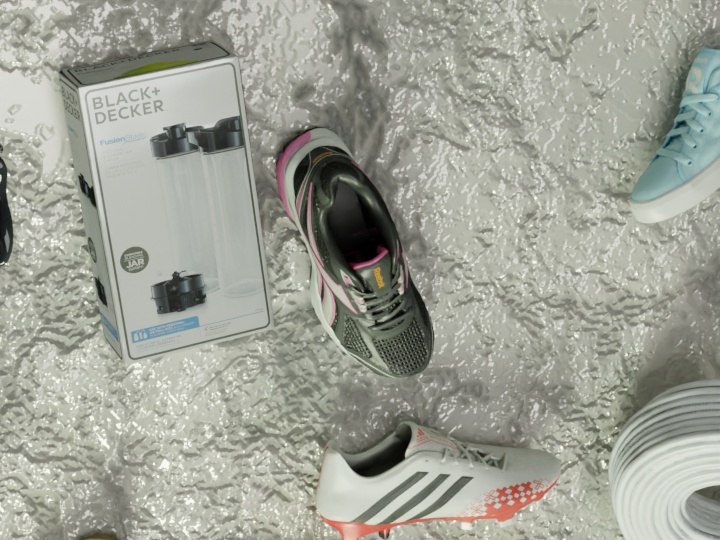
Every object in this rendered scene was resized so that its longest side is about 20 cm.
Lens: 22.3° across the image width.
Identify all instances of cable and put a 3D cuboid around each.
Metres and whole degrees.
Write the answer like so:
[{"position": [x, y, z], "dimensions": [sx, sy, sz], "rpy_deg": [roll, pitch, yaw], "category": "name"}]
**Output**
[{"position": [0.293, 0.175, 1.443], "dimensions": [0.200, 0.069, 0.200], "rpy_deg": [37, 132, -20], "category": "cable"}]

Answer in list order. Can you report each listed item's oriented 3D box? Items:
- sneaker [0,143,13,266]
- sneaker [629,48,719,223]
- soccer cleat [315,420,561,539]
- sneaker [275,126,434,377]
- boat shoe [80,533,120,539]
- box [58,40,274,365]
[{"position": [-0.277, 0.000, 1.171], "dimensions": [0.077, 0.140, 0.201], "rpy_deg": [2, 108, -46], "category": "sneaker"}, {"position": [0.265, -0.124, 1.394], "dimensions": [0.200, 0.074, 0.082], "rpy_deg": [-45, 108, -12], "category": "sneaker"}, {"position": [0.062, 0.152, 1.399], "dimensions": [0.199, 0.069, 0.086], "rpy_deg": [-8, 113, -14], "category": "soccer cleat"}, {"position": [0.000, 0.000, 1.315], "dimensions": [0.080, 0.086, 0.201], "rpy_deg": [-32, 116, -7], "category": "sneaker"}, {"position": [-0.233, 0.282, 1.326], "dimensions": [0.073, 0.063, 0.200], "rpy_deg": [35, 92, -27], "category": "boat shoe"}, {"position": [-0.133, -0.048, 1.263], "dimensions": [0.116, 0.060, 0.201], "rpy_deg": [-12, 110, -18], "category": "box"}]
